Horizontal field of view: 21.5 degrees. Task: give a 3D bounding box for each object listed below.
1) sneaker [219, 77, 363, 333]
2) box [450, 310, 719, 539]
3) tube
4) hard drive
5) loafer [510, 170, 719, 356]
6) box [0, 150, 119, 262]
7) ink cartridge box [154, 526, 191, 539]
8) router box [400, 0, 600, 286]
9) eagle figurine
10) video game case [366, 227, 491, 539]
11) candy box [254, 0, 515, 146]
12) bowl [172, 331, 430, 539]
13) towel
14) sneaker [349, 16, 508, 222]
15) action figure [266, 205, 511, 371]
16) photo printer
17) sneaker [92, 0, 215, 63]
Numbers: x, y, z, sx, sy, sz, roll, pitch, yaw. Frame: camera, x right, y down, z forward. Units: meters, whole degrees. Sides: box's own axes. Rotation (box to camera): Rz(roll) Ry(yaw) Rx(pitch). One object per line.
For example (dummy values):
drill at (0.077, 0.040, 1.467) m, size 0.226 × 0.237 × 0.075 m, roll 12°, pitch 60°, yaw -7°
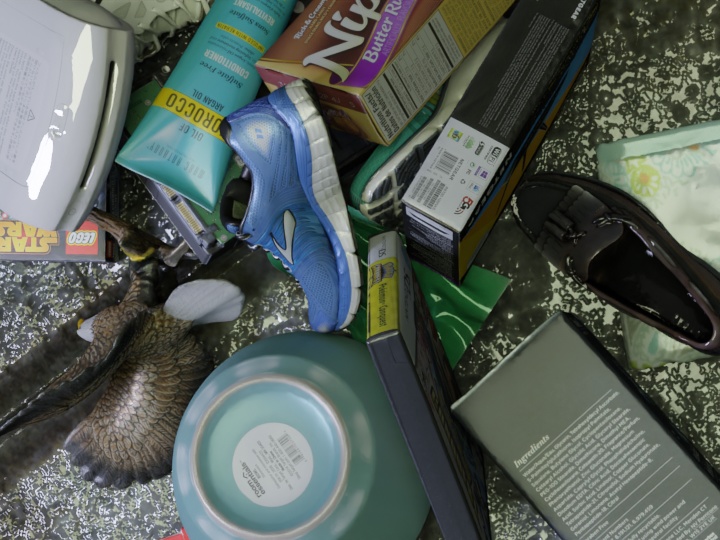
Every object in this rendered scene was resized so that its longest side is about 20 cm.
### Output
sneaker at (-0.052, -0.039, 1.337) m, size 0.089 × 0.079 × 0.200 m, roll -15°, pitch 123°, yaw 0°
box at (0.173, 0.135, 1.344) m, size 0.107 × 0.148 × 0.200 m, roll -43°, pitch 83°, yaw 6°
tube at (-0.100, -0.144, 1.369) m, size 0.077 × 0.050 × 0.200 m, roll 27°, pitch 71°, yaw -6°
hard drive at (-0.075, -0.113, 1.406) m, size 0.200 × 0.038 × 0.140 m, roll -35°, pitch 83°, yaw -23°
loafer at (0.187, -0.008, 1.346) m, size 0.200 × 0.063 × 0.072 m, roll 35°, pitch 108°, yaw 19°
box at (-0.288, -0.076, 1.485) m, size 0.199 × 0.040 × 0.137 m, roll 0°, pitch 90°, yaw 10°
ink cartridge box at (-0.058, 0.229, 1.424) m, size 0.199 × 0.067 × 0.117 m, roll -18°, pitch 85°, yaw 9°
router box at (0.099, -0.100, 1.340) m, size 0.051 × 0.149 × 0.200 m, roll 29°, pitch 79°, yaw 9°
eagle figurine at (-0.183, 0.067, 1.424) m, size 0.151 × 0.151 × 0.201 m, roll 20°, pitch 81°, yaw -5°
video game case at (0.049, 0.092, 1.310) m, size 0.025 × 0.181 × 0.200 m, roll -19°, pitch 111°, yaw 8°
candy box at (0.031, -0.187, 1.362) m, size 0.117 × 0.057 × 0.200 m, roll 23°, pitch 64°, yaw 44°
bowl at (-0.052, 0.135, 1.344) m, size 0.200 × 0.105 × 0.202 m, roll -2°, pitch 79°, yaw 11°
towel at (0.281, -0.026, 1.380) m, size 0.199 × 0.048 × 0.172 m, roll -9°, pitch 86°, yaw 10°
sneaker at (0.041, -0.118, 1.391) m, size 0.079 × 0.078 × 0.200 m, roll 23°, pitch 60°, yaw 15°
action figure at (0.000, 0.000, 1.426) m, size 0.200 × 0.055 × 0.118 m, roll 34°, pitch 96°, yaw 5°
photo printer at (-0.241, -0.129, 1.368) m, size 0.200 × 0.069 × 0.167 m, roll 31°, pitch 110°, yaw 42°
sneaker at (-0.143, -0.196, 1.432) m, size 0.115 × 0.076 × 0.201 m, roll 24°, pitch 78°, yaw 8°
